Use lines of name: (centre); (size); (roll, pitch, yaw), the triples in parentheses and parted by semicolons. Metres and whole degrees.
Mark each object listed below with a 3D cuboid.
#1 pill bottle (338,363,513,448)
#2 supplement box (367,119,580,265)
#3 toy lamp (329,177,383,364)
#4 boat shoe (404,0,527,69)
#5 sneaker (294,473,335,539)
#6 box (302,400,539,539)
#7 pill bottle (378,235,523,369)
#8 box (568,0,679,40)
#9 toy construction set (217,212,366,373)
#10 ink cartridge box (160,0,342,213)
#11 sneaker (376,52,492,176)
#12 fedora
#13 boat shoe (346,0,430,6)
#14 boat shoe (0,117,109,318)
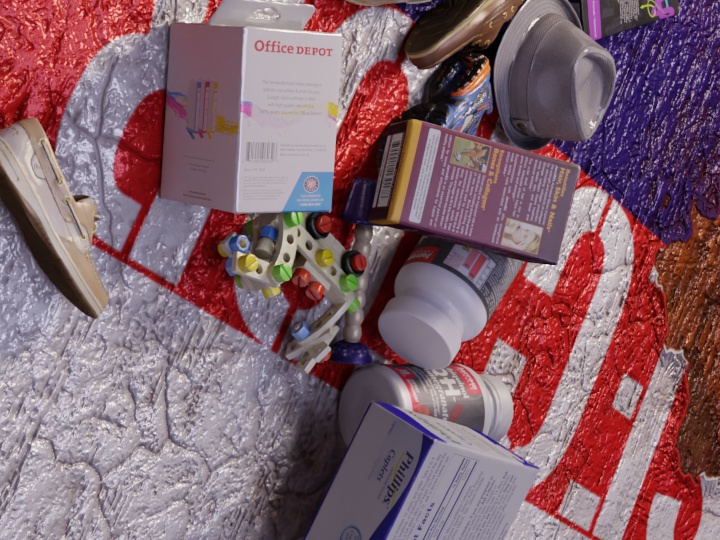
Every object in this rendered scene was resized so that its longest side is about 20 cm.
pill bottle: (0.080, 0.162, 1.783); (0.199, 0.110, 0.112); (2, 97, -43)
supplement box: (0.121, -0.082, 1.669); (0.198, 0.086, 0.112); (14, 88, -16)
toy lamp: (0.000, 0.000, 1.714); (0.058, 0.058, 0.203); (-1, 99, -43)
boat shoe: (0.129, -0.280, 1.771); (0.200, 0.072, 0.068); (-44, 123, -32)
sneaker: (-0.013, 0.319, 1.748); (0.114, 0.075, 0.201); (47, 64, -35)
box: (0.064, 0.254, 1.663); (0.199, 0.105, 0.186); (21, 97, -47)
pill bottle: (0.108, 0.007, 1.761); (0.201, 0.115, 0.116); (-55, 130, -31)
box: (0.329, -0.376, 1.968); (0.199, 0.036, 0.145); (-21, 112, -38)
toy construction set: (-0.063, 0.012, 1.631); (0.201, 0.091, 0.132); (59, 44, -39)
ink cartridge box: (-0.107, -0.163, 1.534); (0.128, 0.124, 0.203); (-2, 99, -43)
sneaker: (0.094, -0.157, 1.764); (0.200, 0.075, 0.079); (-49, 130, -24)
fedora: (0.242, -0.224, 1.843); (0.177, 0.090, 0.201); (-53, 145, -23)
boat shoe: (0.057, -0.325, 1.699); (0.199, 0.065, 0.073); (-9, 104, -42)
boat shoe: (-0.274, -0.049, 1.434); (0.069, 0.073, 0.201); (-39, 122, -24)
